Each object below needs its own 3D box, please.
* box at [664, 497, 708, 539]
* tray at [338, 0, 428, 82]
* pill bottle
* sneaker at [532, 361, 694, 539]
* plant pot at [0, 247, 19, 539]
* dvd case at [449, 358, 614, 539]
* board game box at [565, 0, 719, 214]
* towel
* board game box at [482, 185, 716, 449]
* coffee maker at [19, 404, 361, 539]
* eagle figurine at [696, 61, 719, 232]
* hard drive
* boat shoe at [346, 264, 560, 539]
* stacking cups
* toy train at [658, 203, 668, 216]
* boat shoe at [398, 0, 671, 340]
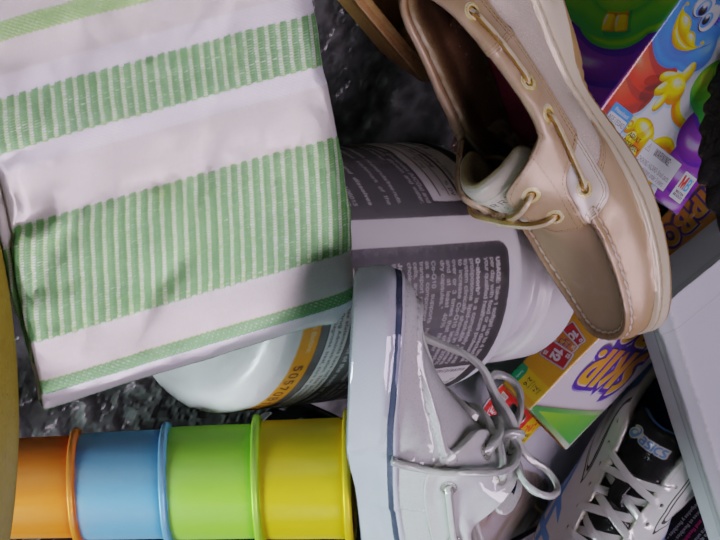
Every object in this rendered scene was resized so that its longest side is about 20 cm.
[{"bbox_3d":[0.238,0.136,1.638,0.200,0.115,0.132,-47,151,-5],"label":"box"},{"bbox_3d":[0.007,-0.174,1.240,0.099,0.037,0.200,-49,143,-4],"label":"tray"},{"bbox_3d":[0.000,0.000,1.302,0.199,0.116,0.117,-3,121,-43],"label":"pill bottle"},{"bbox_3d":[0.144,0.109,1.529,0.201,0.072,0.072,-58,159,7],"label":"sneaker"},{"bbox_3d":[-0.209,0.020,1.074,0.200,0.199,0.143,32,70,-52],"label":"plant pot"},{"bbox_3d":[0.084,0.088,1.535,0.199,0.018,0.143,-25,134,-31],"label":"dvd case"},{"bbox_3d":[0.151,-0.147,1.350,0.200,0.103,0.105,-55,142,4],"label":"board game box"},{"bbox_3d":[-0.084,-0.059,1.154,0.152,0.023,0.201,-16,104,-17],"label":"towel"},{"bbox_3d":[0.145,0.016,1.477,0.200,0.030,0.096,-43,158,1],"label":"board game box"},{"bbox_3d":[-0.053,0.172,1.321,0.200,0.192,0.135,-38,140,-18],"label":"coffee maker"},{"bbox_3d":[0.249,-0.103,1.277,0.200,0.151,0.152,-40,153,-27],"label":"eagle figurine"},{"bbox_3d":[0.214,0.048,1.482,0.132,0.026,0.201,-38,132,-17],"label":"hard drive"},{"bbox_3d":[0.041,0.081,1.208,0.086,0.075,0.203,-2,126,5],"label":"boat shoe"},{"bbox_3d":[-0.101,0.087,1.238,0.199,0.061,0.061,1,129,3],"label":"stacking cups"},{"bbox_3d":[0.206,-0.071,1.519,0.200,0.042,0.056,-42,150,-14],"label":"toy train"},{"bbox_3d":[0.071,-0.051,1.263,0.069,0.074,0.201,-33,105,-33],"label":"boat shoe"}]
